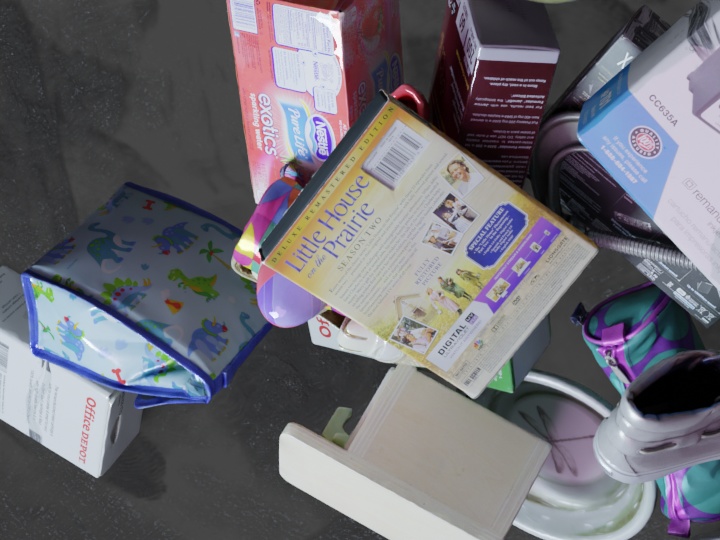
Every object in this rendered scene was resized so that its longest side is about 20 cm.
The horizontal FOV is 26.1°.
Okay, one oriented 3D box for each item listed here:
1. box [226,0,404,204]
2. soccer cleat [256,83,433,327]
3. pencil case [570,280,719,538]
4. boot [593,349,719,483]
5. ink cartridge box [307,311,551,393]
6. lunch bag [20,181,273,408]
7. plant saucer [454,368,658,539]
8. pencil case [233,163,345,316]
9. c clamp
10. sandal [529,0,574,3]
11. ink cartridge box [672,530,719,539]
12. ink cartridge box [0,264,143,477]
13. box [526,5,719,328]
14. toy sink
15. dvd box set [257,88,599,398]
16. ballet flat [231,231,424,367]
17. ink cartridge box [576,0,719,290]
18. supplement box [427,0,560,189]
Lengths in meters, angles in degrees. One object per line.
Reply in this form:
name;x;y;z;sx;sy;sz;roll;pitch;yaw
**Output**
box;-0.028;-0.145;1.215;0.103;0.095;0.200;15;133;25
soccer cleat;-0.013;-0.050;1.127;0.067;0.200;0.076;33;166;8
pencil case;0.244;0.107;1.232;0.085;0.092;0.200;-2;123;48
boot;0.269;0.092;1.130;0.074;0.200;0.096;60;159;26
ink cartridge box;0.049;0.005;1.295;0.200;0.083;0.147;12;131;29
lunch bag;-0.177;0.030;1.416;0.200;0.170;0.127;19;134;20
plant saucer;0.171;0.153;1.358;0.200;0.050;0.200;20;135;21
pencil case;0.000;0.000;1.196;0.200;0.088;0.088;30;137;8
c clamp;0.210;-0.032;1.115;0.200;0.027;0.171;19;134;20
sandal;0.104;-0.229;1.053;0.201;0.080;0.057;10;147;30
ink cartridge box;0.309;0.247;1.263;0.136;0.200;0.076;-20;78;45
ink cartridge box;-0.330;0.109;1.658;0.200;0.084;0.144;30;136;13
box;0.229;-0.071;1.125;0.200;0.050;0.158;39;138;1
toy sink;0.045;0.159;1.313;0.200;0.112;0.130;27;156;10
dvd box set;0.049;-0.015;1.098;0.200;0.029;0.146;32;103;-22
ballet flat;-0.018;0.032;1.258;0.200;0.062;0.067;32;142;10
ink cartridge box;0.260;-0.109;0.989;0.146;0.086;0.200;46;114;-6
supplement box;0.087;-0.112;1.139;0.061;0.109;0.200;1;132;-10
